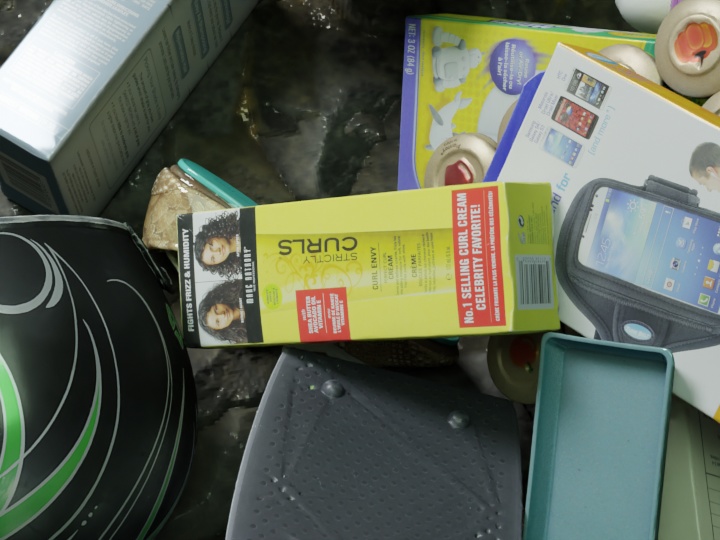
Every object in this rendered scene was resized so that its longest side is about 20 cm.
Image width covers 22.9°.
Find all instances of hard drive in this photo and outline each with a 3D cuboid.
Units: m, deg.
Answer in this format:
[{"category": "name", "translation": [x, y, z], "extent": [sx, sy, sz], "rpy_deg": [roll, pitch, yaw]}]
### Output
[{"category": "hard drive", "translation": [0.006, 0.121, 0.822], "extent": [0.134, 0.042, 0.200], "rpy_deg": [13, 35, -2]}]

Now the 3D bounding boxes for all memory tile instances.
[{"category": "memory tile", "translation": [0.126, -0.032, 0.880], "extent": [0.199, 0.017, 0.154], "rpy_deg": [-29, 71, 32]}]

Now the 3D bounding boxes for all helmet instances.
[{"category": "helmet", "translation": [-0.180, 0.079, 0.882], "extent": [0.199, 0.200, 0.192], "rpy_deg": [-7, 82, -2]}]

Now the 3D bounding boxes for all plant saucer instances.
[{"category": "plant saucer", "translation": [0.107, 0.132, 0.821], "extent": [0.070, 0.019, 0.201], "rpy_deg": [7, 92, 38]}]

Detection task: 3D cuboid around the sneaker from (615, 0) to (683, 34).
[{"category": "sneaker", "translation": [0.212, -0.089, 0.919], "extent": [0.200, 0.073, 0.115], "rpy_deg": [22, 76, 16]}]

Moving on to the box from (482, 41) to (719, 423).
[{"category": "box", "translation": [0.135, -0.022, 0.838], "extent": [0.200, 0.041, 0.120], "rpy_deg": [33, 107, 31]}]

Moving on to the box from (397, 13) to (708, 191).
[{"category": "box", "translation": [0.112, -0.070, 0.942], "extent": [0.199, 0.048, 0.118], "rpy_deg": [11, 105, 35]}]

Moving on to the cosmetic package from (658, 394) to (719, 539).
[{"category": "cosmetic package", "translation": [0.165, 0.114, 0.895], "extent": [0.071, 0.105, 0.201], "rpy_deg": [-21, 58, 38]}]

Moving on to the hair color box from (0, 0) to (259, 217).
[{"category": "hair color box", "translation": [-0.134, -0.129, 1.018], "extent": [0.060, 0.099, 0.200], "rpy_deg": [29, 70, 14]}]

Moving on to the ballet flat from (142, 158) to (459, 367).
[{"category": "ballet flat", "translation": [-0.039, 0.014, 0.982], "extent": [0.200, 0.070, 0.065], "rpy_deg": [33, 98, 17]}]

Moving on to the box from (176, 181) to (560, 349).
[{"category": "box", "translation": [0.000, 0.000, 0.881], "extent": [0.199, 0.050, 0.076], "rpy_deg": [-3, 89, 34]}]

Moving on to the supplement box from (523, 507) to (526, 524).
[{"category": "supplement box", "translation": [0.055, 0.224, 0.879], "extent": [0.108, 0.061, 0.201], "rpy_deg": [-5, 67, 0]}]
